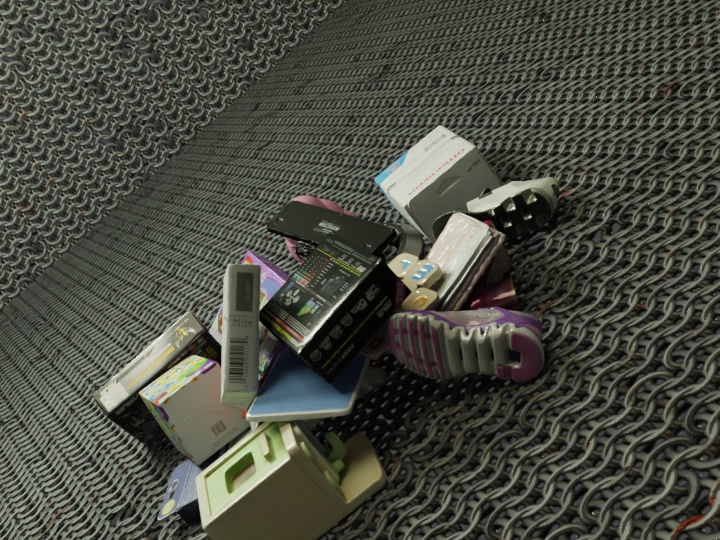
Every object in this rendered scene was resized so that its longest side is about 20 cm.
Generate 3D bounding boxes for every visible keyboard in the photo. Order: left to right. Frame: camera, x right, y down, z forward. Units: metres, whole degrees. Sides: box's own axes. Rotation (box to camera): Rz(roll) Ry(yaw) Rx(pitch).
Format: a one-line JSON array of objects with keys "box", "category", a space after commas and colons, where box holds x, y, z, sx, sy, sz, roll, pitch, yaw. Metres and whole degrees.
[{"box": [-0.050, -0.041, 1.708, 0.198, 0.040, 0.104, 17, 46, 36], "category": "keyboard"}]

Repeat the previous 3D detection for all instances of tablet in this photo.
[{"box": [-0.058, 0.138, 1.483, 0.128, 0.014, 0.200, -5, 19, 11], "category": "tablet"}]

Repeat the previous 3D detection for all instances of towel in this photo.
[{"box": [0.102, 0.019, 1.579, 0.201, 0.032, 0.191, -57, 13, 0], "category": "towel"}]

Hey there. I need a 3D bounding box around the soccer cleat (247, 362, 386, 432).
[{"box": [-0.057, 0.172, 1.575, 0.198, 0.069, 0.086, -13, 48, 16], "category": "soccer cleat"}]

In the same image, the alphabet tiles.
[{"box": [0.012, 0.052, 1.543, 0.200, 0.015, 0.195, -41, 28, -17], "category": "alphabet tiles"}]

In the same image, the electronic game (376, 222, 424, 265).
[{"box": [0.000, 0.000, 1.691, 0.198, 0.042, 0.201, -24, 30, 14], "category": "electronic game"}]

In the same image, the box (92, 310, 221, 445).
[{"box": [-0.302, 0.172, 1.879, 0.200, 0.159, 0.048, -41, 62, -7], "category": "box"}]

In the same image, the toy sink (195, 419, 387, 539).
[{"box": [-0.087, 0.245, 1.419, 0.199, 0.112, 0.130, -37, 21, 2], "category": "toy sink"}]

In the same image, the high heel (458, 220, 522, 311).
[{"box": [0.150, 0.003, 1.578, 0.095, 0.068, 0.201, -22, 27, 11], "category": "high heel"}]

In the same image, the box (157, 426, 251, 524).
[{"box": [-0.183, 0.271, 1.638, 0.199, 0.033, 0.122, -30, 22, 18], "category": "box"}]

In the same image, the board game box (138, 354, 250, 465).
[{"box": [-0.239, 0.195, 1.727, 0.104, 0.104, 0.200, -36, 9, -15], "category": "board game box"}]

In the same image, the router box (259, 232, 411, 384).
[{"box": [-0.038, 0.042, 1.490, 0.150, 0.062, 0.200, -47, 22, -6], "category": "router box"}]

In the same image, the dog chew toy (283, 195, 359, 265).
[{"box": [-0.062, -0.054, 1.872, 0.123, 0.200, 0.126, -9, 67, 21], "category": "dog chew toy"}]

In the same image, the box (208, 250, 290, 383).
[{"box": [-0.138, 0.069, 1.705, 0.200, 0.039, 0.138, 36, 102, 56], "category": "box"}]

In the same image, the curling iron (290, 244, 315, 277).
[{"box": [-0.103, 0.011, 1.765, 0.202, 0.049, 0.026, -63, -2, -4], "category": "curling iron"}]

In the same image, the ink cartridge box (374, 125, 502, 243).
[{"box": [0.120, -0.141, 1.906, 0.146, 0.086, 0.200, -39, 22, 1], "category": "ink cartridge box"}]

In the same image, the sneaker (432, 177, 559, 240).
[{"box": [0.196, -0.080, 1.692, 0.198, 0.075, 0.089, -15, 21, 35], "category": "sneaker"}]

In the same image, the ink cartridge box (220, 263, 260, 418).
[{"box": [-0.162, 0.097, 1.556, 0.200, 0.056, 0.165, 132, 139, -68], "category": "ink cartridge box"}]

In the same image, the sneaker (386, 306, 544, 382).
[{"box": [0.129, 0.077, 1.414, 0.198, 0.081, 0.089, 5, 29, 24], "category": "sneaker"}]
